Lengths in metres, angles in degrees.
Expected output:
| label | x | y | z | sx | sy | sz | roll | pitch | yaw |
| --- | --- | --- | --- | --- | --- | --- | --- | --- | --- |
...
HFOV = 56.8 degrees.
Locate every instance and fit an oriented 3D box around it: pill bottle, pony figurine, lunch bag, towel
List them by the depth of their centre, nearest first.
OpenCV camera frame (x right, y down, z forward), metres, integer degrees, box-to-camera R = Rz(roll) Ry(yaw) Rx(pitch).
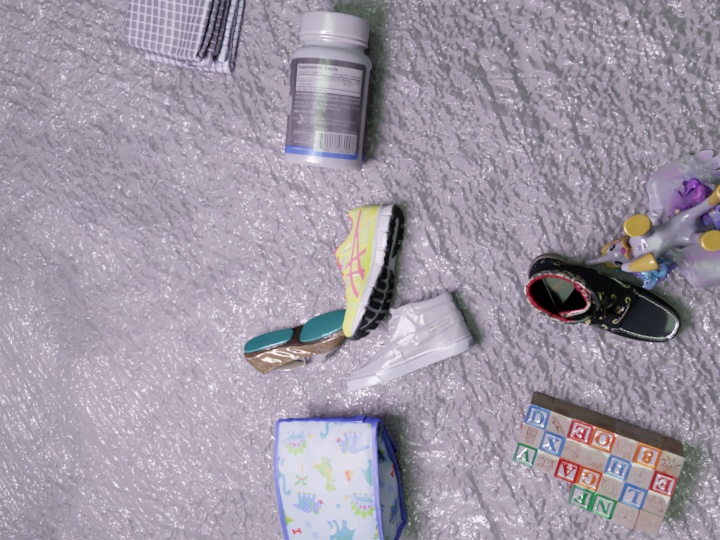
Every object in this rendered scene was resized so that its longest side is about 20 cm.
| label | x | y | z | sx | sy | sz | roll | pitch | yaw |
| --- | --- | --- | --- | --- | --- | --- | --- | --- | --- |
| pony figurine | 0.372 | -0.049 | 0.779 | 0.192 | 0.200 | 0.168 | -22 | 83 | 6 |
| pill bottle | -0.043 | -0.246 | 0.925 | 0.113 | 0.114 | 0.202 | 9 | 100 | 18 |
| lunch bag | -0.033 | 0.311 | 0.989 | 0.169 | 0.127 | 0.202 | -6 | 105 | 21 |
| towel | -0.265 | -0.410 | 0.999 | 0.164 | 0.085 | 0.202 | 17 | 103 | 18 |

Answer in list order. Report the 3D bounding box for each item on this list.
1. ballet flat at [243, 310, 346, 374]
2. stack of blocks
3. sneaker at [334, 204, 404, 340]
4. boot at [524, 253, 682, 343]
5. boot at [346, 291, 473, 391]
| label | x | y | z | sx | sy | sz | roll | pitch | yaw |
| --- | --- | --- | --- | --- | --- | --- | --- | --- | --- |
| ballet flat | -0.085 | 0.115 | 1.024 | 0.199 | 0.071 | 0.066 | -16 | 119 | 24 |
| stack of blocks | 0.311 | 0.255 | 0.892 | 0.199 | 0.059 | 0.116 | 18 | 103 | 17 |
| sneaker | 0.000 | 0.000 | 0.962 | 0.090 | 0.078 | 0.202 | 11 | 83 | 24 |
| boot | 0.296 | 0.046 | 0.819 | 0.202 | 0.154 | 0.074 | 25 | 105 | 15 |
| boot | 0.058 | 0.101 | 0.965 | 0.199 | 0.074 | 0.096 | -24 | 82 | 13 |
